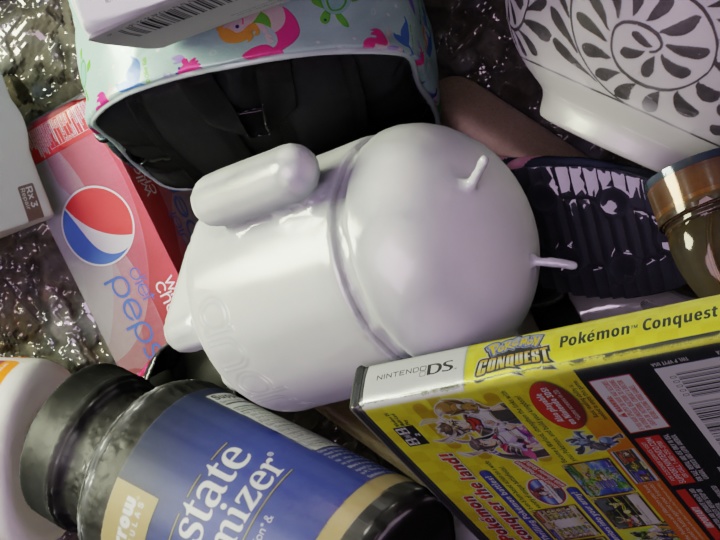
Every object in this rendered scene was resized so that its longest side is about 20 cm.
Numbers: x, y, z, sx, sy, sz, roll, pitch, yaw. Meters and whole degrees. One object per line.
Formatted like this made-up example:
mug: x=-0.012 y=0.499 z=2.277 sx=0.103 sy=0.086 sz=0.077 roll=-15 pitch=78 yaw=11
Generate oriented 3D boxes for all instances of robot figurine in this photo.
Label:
robot figurine: x=0.000 y=0.000 z=0.806 sx=0.200 sy=0.170 sz=0.113 roll=-19 pitch=49 yaw=39

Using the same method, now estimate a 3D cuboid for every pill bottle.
pill bottle: x=-0.272 y=0.105 z=1.045 sx=0.200 sy=0.113 sz=0.113 roll=1 pitch=100 yaw=20
pill bottle: x=-0.064 y=0.120 z=0.844 sx=0.200 sy=0.112 sz=0.112 roll=22 pitch=107 yaw=28

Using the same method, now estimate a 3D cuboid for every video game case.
video game case: x=0.122 y=0.088 z=0.771 sx=0.181 sy=0.026 sz=0.200 roll=-14 pitch=138 yaw=29

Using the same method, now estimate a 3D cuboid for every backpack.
backpack: x=-0.053 y=-0.118 z=0.855 sx=0.177 sy=0.200 sz=0.151 roll=-10 pitch=86 yaw=7

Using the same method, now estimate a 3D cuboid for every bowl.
bowl: x=0.142 y=-0.097 z=0.809 sx=0.201 sy=0.201 sz=0.094 roll=26 pitch=101 yaw=13

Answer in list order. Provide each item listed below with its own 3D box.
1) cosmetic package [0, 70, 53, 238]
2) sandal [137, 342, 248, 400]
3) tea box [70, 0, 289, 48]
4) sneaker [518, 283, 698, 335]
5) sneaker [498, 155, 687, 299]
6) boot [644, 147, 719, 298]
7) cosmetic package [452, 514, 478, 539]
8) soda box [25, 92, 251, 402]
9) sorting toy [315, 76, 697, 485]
cosmetic package: x=-0.271 y=-0.051 z=0.995 sx=0.200 sy=0.081 sz=0.113 roll=-19 pitch=93 yaw=49
sandal: x=-0.094 y=0.073 z=0.937 sx=0.075 sy=0.045 sz=0.200 roll=30 pitch=109 yaw=10
tea box: x=-0.033 y=-0.211 z=0.676 sx=0.200 sy=0.134 sz=0.197 roll=-19 pitch=93 yaw=8
sneaker: x=0.111 y=0.026 z=0.888 sx=0.200 sy=0.074 sz=0.089 roll=0 pitch=93 yaw=7
sneaker: x=0.086 y=-0.032 z=0.863 sx=0.200 sy=0.082 sz=0.070 roll=6 pitch=111 yaw=29
boot: x=0.224 y=-0.006 z=0.781 sx=0.075 sy=0.200 sz=0.097 roll=134 pitch=125 yaw=-59
cosmetic package: x=0.157 y=0.107 z=0.858 sx=0.151 sy=0.052 sz=0.200 roll=32 pitch=135 yaw=-31
soda box: x=-0.119 y=-0.004 z=0.993 sx=0.063 sy=0.070 sz=0.200 roll=-25 pitch=92 yaw=23
sorting toy: x=0.072 y=0.023 z=0.953 sx=0.185 sy=0.036 sz=0.200 roll=35 pitch=104 yaw=11
